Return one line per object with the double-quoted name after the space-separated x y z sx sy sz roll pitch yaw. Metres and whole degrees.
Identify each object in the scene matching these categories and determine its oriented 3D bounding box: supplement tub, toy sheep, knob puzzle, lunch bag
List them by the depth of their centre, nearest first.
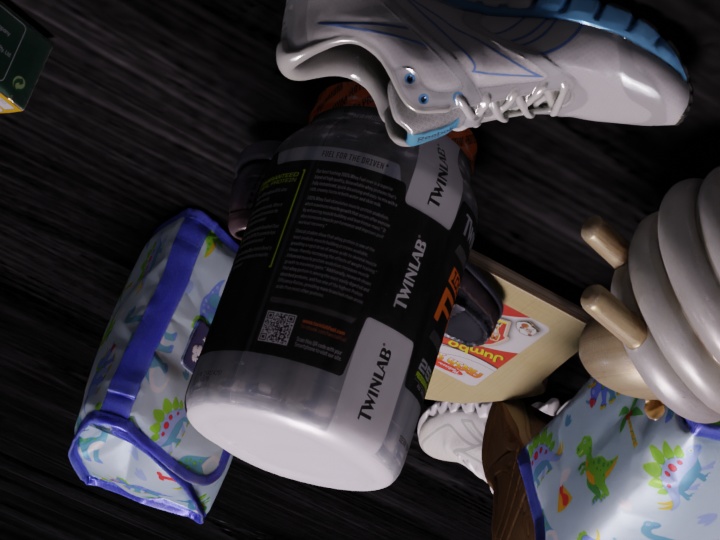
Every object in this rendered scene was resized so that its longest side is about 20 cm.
0.194 0.006 0.846 0.200 0.138 0.138 -30 132 34 "toy sheep"
-0.009 0.007 0.916 0.122 0.201 0.123 16 160 6 "supplement tub"
0.222 0.117 1.010 0.199 0.128 0.170 15 134 -21 "lunch bag"
0.042 0.029 1.141 0.218 0.031 0.220 13 147 8 "knob puzzle"
-0.135 0.069 1.222 0.127 0.171 0.200 16 157 9 "lunch bag"

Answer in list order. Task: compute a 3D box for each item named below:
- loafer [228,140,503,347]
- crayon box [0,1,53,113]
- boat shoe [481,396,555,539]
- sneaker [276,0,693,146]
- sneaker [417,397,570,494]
0.000 0.000 1.031 0.200 0.063 0.072 34 143 -22 "loafer"
-0.295 -0.142 1.007 0.199 0.052 0.126 -1 151 40 "crayon box"
0.127 0.146 1.131 0.072 0.073 0.200 12 -162 -7 "boat shoe"
0.053 -0.089 0.787 0.199 0.087 0.075 16 158 4 "sneaker"
0.114 0.144 1.320 0.075 0.081 0.199 32 157 -35 "sneaker"
